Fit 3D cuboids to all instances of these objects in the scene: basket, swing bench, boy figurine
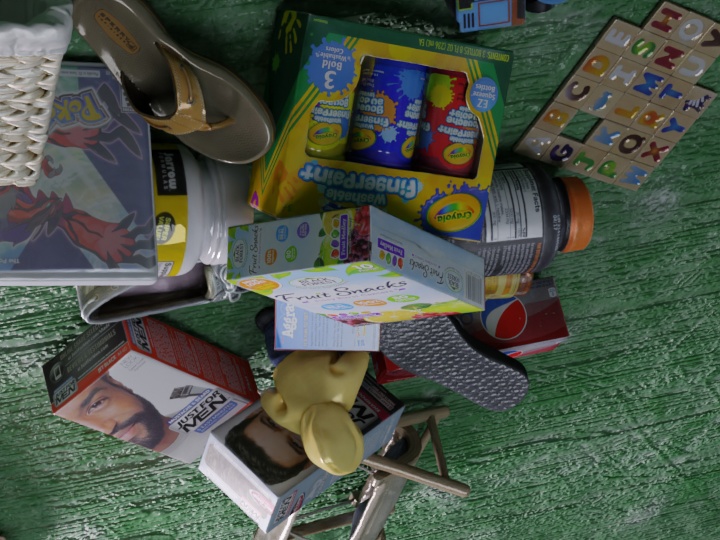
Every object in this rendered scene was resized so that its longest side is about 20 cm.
[{"bbox_3d":[-0.314,-0.173,1.069,0.196,0.201,0.162,-3,138,-19],"label":"basket"},{"bbox_3d":[-0.011,0.252,1.704,0.198,0.131,0.200,7,133,-21],"label":"swing bench"},{"bbox_3d":[-0.040,0.109,1.481,0.124,0.201,0.064,-32,138,8],"label":"boy figurine"}]

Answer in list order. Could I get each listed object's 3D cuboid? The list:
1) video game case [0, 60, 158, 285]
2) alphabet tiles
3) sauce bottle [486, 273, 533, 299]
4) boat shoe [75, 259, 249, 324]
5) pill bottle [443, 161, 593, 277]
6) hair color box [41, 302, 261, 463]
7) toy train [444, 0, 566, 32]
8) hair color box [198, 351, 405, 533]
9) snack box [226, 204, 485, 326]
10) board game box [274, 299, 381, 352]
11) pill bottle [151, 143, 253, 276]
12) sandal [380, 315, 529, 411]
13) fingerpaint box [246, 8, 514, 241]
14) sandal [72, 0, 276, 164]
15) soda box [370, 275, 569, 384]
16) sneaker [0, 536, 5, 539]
[{"bbox_3d":[-0.262,-0.079,1.215,0.198,0.185,0.023,0,167,-23],"label":"video game case"},{"bbox_3d":[0.263,-0.166,1.458,0.166,0.008,0.201,14,129,-33],"label":"alphabet tiles"},{"bbox_3d":[0.072,0.001,1.513,0.198,0.066,0.066,-5,137,-19],"label":"sauce bottle"},{"bbox_3d":[-0.165,0.009,1.424,0.199,0.065,0.075,-6,137,-16],"label":"boat shoe"},{"bbox_3d":[0.119,-0.046,1.450,0.198,0.107,0.107,-5,137,-17],"label":"pill bottle"},{"bbox_3d":[-0.202,0.115,1.511,0.111,0.064,0.199,-38,141,19],"label":"hair color box"},{"bbox_3d":[0.118,-0.284,1.216,0.113,0.087,0.201,-10,138,-3],"label":"toy train"},{"bbox_3d":[-0.057,0.167,1.543,0.199,0.099,0.061,-32,153,-42],"label":"hair color box"},{"bbox_3d":[0.000,0.000,1.297,0.141,0.054,0.199,-9,163,30],"label":"snack box"},{"bbox_3d":[-0.028,-0.018,1.417,0.102,0.019,0.202,1,115,-4],"label":"board game box"},{"bbox_3d":[-0.199,-0.051,1.309,0.198,0.115,0.115,-3,136,-20],"label":"pill bottle"},{"bbox_3d":[0.082,0.075,1.508,0.076,0.043,0.200,-41,121,20],"label":"sandal"},{"bbox_3d":[0.018,-0.120,1.296,0.198,0.073,0.169,7,99,-27],"label":"fingerpaint box"},{"bbox_3d":[-0.155,-0.149,1.217,0.080,0.054,0.200,-35,115,31],"label":"sandal"},{"bbox_3d":[0.109,0.062,1.577,0.198,0.071,0.063,-10,166,-11],"label":"soda box"},{"bbox_3d":[-0.417,0.306,1.645,0.080,0.071,0.201,-26,146,-8],"label":"sneaker"}]
